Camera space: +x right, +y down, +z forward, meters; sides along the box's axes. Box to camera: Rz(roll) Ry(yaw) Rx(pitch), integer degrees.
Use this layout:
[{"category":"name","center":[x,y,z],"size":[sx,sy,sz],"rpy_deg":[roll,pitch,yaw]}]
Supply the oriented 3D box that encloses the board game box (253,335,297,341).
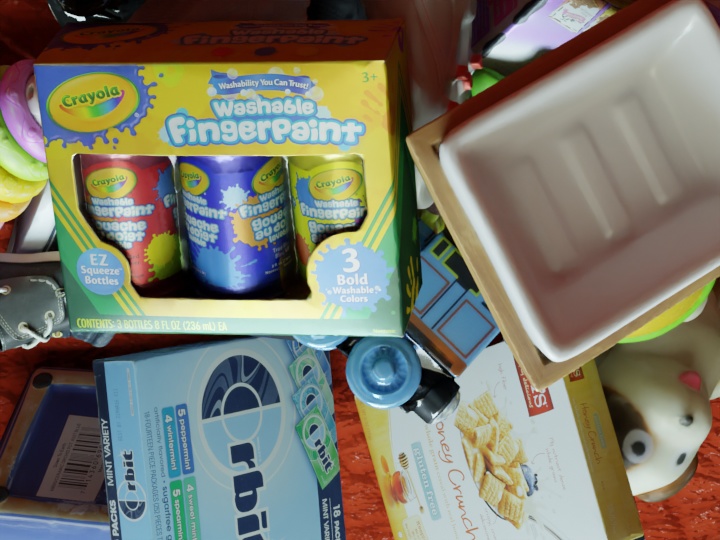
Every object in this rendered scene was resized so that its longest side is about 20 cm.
[{"category":"board game box","center":[-0.095,-0.040,1.536],"size":[0.198,0.062,0.201],"rpy_deg":[8,142,-6]}]

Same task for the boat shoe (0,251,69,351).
[{"category":"boat shoe","center":[-0.222,0.026,1.515],"size":[0.198,0.068,0.072],"rpy_deg":[3,149,-2]}]

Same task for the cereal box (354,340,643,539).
[{"category":"cereal box","center":[0.086,0.124,1.483],"size":[0.039,0.145,0.199],"rpy_deg":[-11,171,-40]}]

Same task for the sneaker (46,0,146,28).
[{"category":"sneaker","center":[-0.161,-0.172,1.332],"size":[0.072,0.113,0.201],"rpy_deg":[6,142,-3]}]

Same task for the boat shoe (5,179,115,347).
[{"category":"boat shoe","center":[-0.196,-0.016,1.575],"size":[0.090,0.071,0.201],"rpy_deg":[10,147,-13]}]

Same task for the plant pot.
[{"category":"plant pot","center":[-0.182,0.187,1.711],"size":[0.198,0.201,0.181],"rpy_deg":[4,138,16]}]

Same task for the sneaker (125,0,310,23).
[{"category":"sneaker","center":[-0.048,-0.146,1.329],"size":[0.200,0.074,0.115],"rpy_deg":[-40,126,22]}]

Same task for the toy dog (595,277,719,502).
[{"category":"toy dog","center":[0.180,0.052,1.521],"size":[0.193,0.201,0.139],"rpy_deg":[-27,133,32]}]

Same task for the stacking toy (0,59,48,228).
[{"category":"stacking toy","center":[-0.215,-0.092,1.428],"size":[0.199,0.110,0.116],"rpy_deg":[-26,110,32]}]

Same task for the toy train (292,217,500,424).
[{"category":"toy train","center":[0.000,0.000,1.385],"size":[0.200,0.114,0.087],"rpy_deg":[43,179,3]}]

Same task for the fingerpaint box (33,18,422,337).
[{"category":"fingerpaint box","center":[-0.071,-0.052,1.278],"size":[0.198,0.073,0.168],"rpy_deg":[1,116,10]}]

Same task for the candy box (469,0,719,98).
[{"category":"candy box","center":[0.146,-0.130,1.398],"size":[0.167,0.072,0.200],"rpy_deg":[25,136,-26]}]

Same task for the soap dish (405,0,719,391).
[{"category":"soap dish","center":[0.134,-0.050,1.272],"size":[0.158,0.199,0.081],"rpy_deg":[62,161,-7]}]

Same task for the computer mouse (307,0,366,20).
[{"category":"computer mouse","center":[-0.059,-0.135,1.405],"size":[0.138,0.053,0.201],"rpy_deg":[28,125,-7]}]

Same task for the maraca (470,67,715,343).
[{"category":"maraca","center":[0.128,-0.039,1.377],"size":[0.200,0.107,0.137],"rpy_deg":[41,114,-8]}]

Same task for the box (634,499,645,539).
[{"category":"box","center":[0.105,0.151,1.629],"size":[0.086,0.200,0.164],"rpy_deg":[-42,154,-9]}]

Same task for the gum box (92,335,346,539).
[{"category":"gum box","center":[-0.095,0.134,1.602],"size":[0.044,0.172,0.199],"rpy_deg":[-3,-177,40]}]

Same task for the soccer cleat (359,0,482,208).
[{"category":"soccer cleat","center":[0.032,-0.138,1.327],"size":[0.077,0.202,0.069],"rpy_deg":[7,-178,17]}]

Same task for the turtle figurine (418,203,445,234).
[{"category":"turtle figurine","center":[0.036,-0.007,1.501],"size":[0.064,0.162,0.200],"rpy_deg":[25,128,-11]}]
